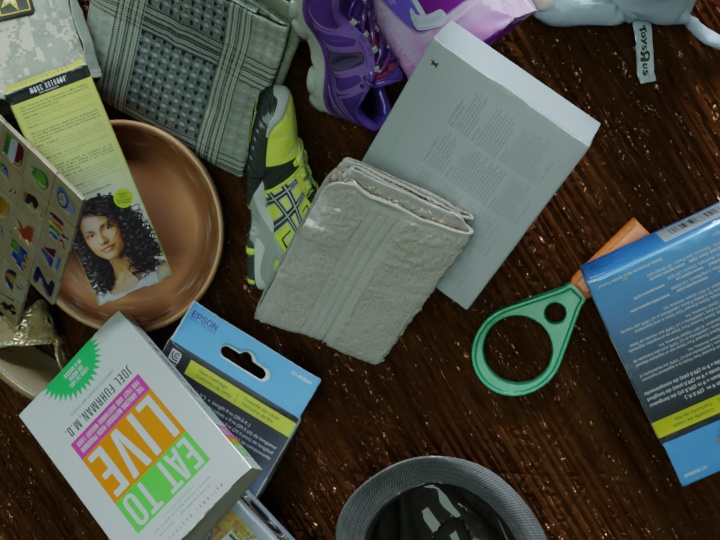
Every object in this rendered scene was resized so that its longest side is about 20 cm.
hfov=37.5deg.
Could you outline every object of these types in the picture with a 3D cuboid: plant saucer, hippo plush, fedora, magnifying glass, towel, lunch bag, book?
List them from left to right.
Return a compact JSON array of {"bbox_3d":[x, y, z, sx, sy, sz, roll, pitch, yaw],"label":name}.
[{"bbox_3d":[-0.341,-0.222,0.958,0.199,0.118,0.165,-16,93,22],"label":"lunch bag"},{"bbox_3d":[-0.221,-0.041,1.006,0.199,0.037,0.202,1,98,10],"label":"plant saucer"},{"bbox_3d":[-0.194,0.151,0.933,0.134,0.048,0.200,-47,66,1],"label":"book"},{"bbox_3d":[-0.157,-0.198,0.939,0.192,0.035,0.201,31,129,6],"label":"towel"},{"bbox_3d":[0.000,0.000,0.916,0.132,0.035,0.200,22,130,-10],"label":"towel"},{"bbox_3d":[0.078,0.245,0.956,0.177,0.090,0.200,-41,94,13],"label":"fedora"},{"bbox_3d":[0.181,0.032,0.953,0.080,0.022,0.200,45,103,3],"label":"magnifying glass"},{"bbox_3d":[0.209,-0.251,0.845,0.158,0.161,0.201,-17,92,11],"label":"hippo plush"}]

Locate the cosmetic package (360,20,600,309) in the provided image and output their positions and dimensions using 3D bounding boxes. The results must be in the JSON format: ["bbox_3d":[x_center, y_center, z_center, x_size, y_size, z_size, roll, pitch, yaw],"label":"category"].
[{"bbox_3d":[0.084,-0.084,0.897,0.150,0.052,0.200,34,128,2],"label":"cosmetic package"}]

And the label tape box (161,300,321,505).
[{"bbox_3d":[-0.138,0.146,0.998,0.143,0.066,0.201,30,98,4],"label":"label tape box"}]

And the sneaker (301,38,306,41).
[{"bbox_3d":[-0.104,-0.289,0.938,0.200,0.082,0.074,42,103,5],"label":"sneaker"}]

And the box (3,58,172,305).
[{"bbox_3d":[-0.234,-0.076,0.922,0.075,0.050,0.201,-24,111,-8],"label":"box"}]

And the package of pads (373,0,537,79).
[{"bbox_3d":[0.052,-0.269,0.905,0.120,0.076,0.201,-31,89,31],"label":"package of pads"}]

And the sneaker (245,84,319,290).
[{"bbox_3d":[-0.063,-0.073,0.943,0.076,0.076,0.201,1,127,-2],"label":"sneaker"}]

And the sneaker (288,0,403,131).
[{"bbox_3d":[0.000,-0.195,0.880,0.083,0.200,0.081,33,69,23],"label":"sneaker"}]

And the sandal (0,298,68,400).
[{"bbox_3d":[-0.332,0.051,1.016,0.211,0.078,0.070,35,107,10],"label":"sandal"}]

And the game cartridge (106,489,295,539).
[{"bbox_3d":[-0.135,0.261,0.962,0.133,0.042,0.200,-44,90,6],"label":"game cartridge"}]

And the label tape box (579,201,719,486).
[{"bbox_3d":[0.294,0.061,0.906,0.144,0.063,0.201,-25,99,9],"label":"label tape box"}]

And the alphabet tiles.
[{"bbox_3d":[-0.318,-0.046,0.936,0.167,0.008,0.200,42,133,14],"label":"alphabet tiles"}]
